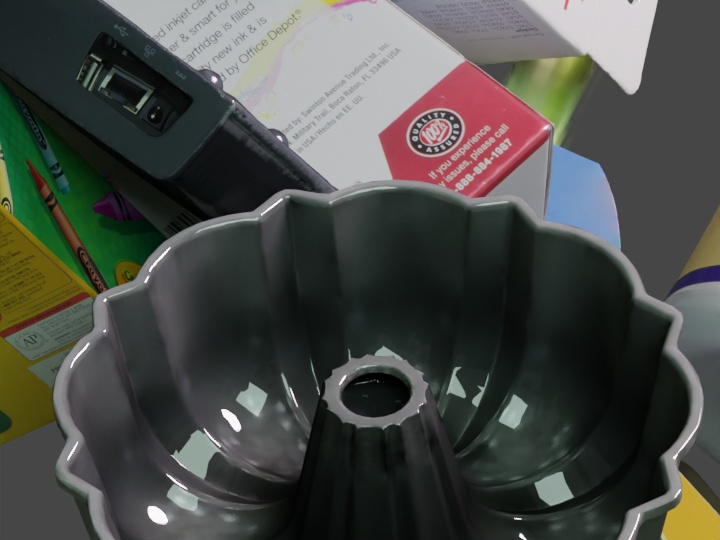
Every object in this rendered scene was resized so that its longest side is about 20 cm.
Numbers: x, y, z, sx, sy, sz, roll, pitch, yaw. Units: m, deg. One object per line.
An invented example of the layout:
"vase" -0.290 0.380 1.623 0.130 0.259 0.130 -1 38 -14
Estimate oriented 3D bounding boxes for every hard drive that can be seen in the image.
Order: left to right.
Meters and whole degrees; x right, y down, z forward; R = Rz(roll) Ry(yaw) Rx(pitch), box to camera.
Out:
"hard drive" -0.104 -0.079 0.991 0.200 0.135 0.042 37 89 23

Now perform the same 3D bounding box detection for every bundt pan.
"bundt pan" 0.006 0.064 0.906 0.202 0.076 0.202 -1 42 1

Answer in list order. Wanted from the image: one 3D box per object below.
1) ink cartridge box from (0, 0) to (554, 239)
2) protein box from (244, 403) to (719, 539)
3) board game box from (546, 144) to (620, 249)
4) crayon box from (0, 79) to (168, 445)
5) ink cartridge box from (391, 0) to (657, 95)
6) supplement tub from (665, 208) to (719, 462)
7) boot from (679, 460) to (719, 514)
"ink cartridge box" -0.049 -0.047 1.091 0.200 0.083 0.146 39 67 22
"protein box" 0.068 0.181 0.980 0.135 0.200 0.199 -21 45 -20
"board game box" 0.000 0.000 1.136 0.200 0.039 0.158 24 61 15
"crayon box" -0.177 0.019 0.992 0.200 0.119 0.058 -24 46 20
"ink cartridge box" 0.046 -0.160 1.163 0.200 0.068 0.116 36 61 -46
"supplement tub" 0.218 -0.013 1.142 0.145 0.145 0.200 33 67 -3
"boot" 0.138 0.155 1.081 0.075 0.074 0.200 -26 39 -11
